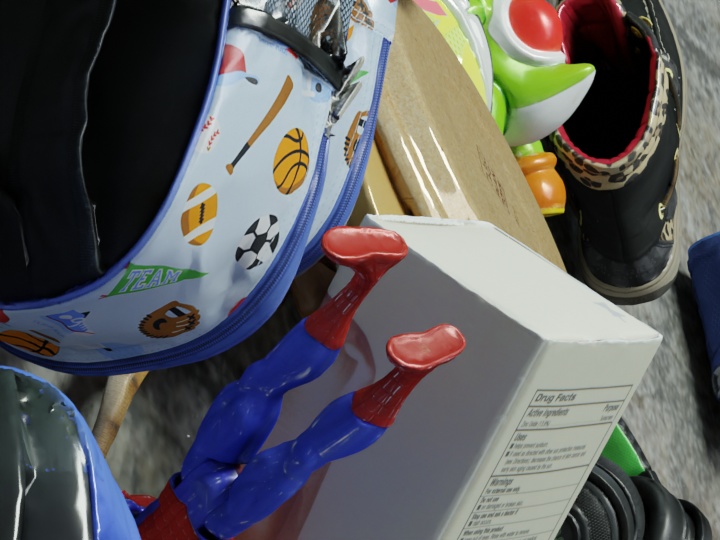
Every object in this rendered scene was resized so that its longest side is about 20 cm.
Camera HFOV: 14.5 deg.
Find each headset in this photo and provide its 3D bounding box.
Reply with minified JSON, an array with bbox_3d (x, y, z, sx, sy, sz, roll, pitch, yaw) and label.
[{"bbox_3d":[0.104,0.133,1.322,0.123,0.094,0.201,24,37,-50],"label":"headset"}]

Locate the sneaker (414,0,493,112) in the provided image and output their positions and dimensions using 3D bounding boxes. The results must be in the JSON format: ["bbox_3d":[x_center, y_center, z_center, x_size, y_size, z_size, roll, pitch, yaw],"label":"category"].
[{"bbox_3d":[-0.019,-0.119,1.235,0.200,0.078,0.090,51,31,-13],"label":"sneaker"}]

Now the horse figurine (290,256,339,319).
[{"bbox_3d":[0.000,0.000,1.181,0.133,0.050,0.200,57,12,-16],"label":"horse figurine"}]

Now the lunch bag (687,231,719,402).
[{"bbox_3d":[0.281,0.053,1.612,0.200,0.135,0.133,28,49,-55],"label":"lunch bag"}]

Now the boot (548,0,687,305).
[{"bbox_3d":[0.127,-0.100,1.448,0.151,0.073,0.201,65,23,-64],"label":"boot"}]

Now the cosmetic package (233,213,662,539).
[{"bbox_3d":[0.010,0.087,1.000,0.087,0.201,0.103,35,14,26],"label":"cosmetic package"}]

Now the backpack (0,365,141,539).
[{"bbox_3d":[-0.131,0.136,0.761,0.168,0.161,0.201,82,1,-65],"label":"backpack"}]

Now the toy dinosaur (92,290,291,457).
[{"bbox_3d":[-0.066,0.007,1.070,0.200,0.060,0.107,-37,107,-62],"label":"toy dinosaur"}]

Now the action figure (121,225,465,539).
[{"bbox_3d":[-0.062,0.070,0.917,0.099,0.200,0.065,-7,56,-43],"label":"action figure"}]

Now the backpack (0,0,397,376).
[{"bbox_3d":[-0.086,-0.061,0.955,0.154,0.199,0.192,36,62,-44],"label":"backpack"}]

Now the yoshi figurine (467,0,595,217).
[{"bbox_3d":[0.035,-0.117,1.339,0.111,0.112,0.201,-8,94,-23],"label":"yoshi figurine"}]

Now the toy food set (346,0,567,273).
[{"bbox_3d":[0.035,-0.025,1.147,0.198,0.048,0.201,51,16,-45],"label":"toy food set"}]
